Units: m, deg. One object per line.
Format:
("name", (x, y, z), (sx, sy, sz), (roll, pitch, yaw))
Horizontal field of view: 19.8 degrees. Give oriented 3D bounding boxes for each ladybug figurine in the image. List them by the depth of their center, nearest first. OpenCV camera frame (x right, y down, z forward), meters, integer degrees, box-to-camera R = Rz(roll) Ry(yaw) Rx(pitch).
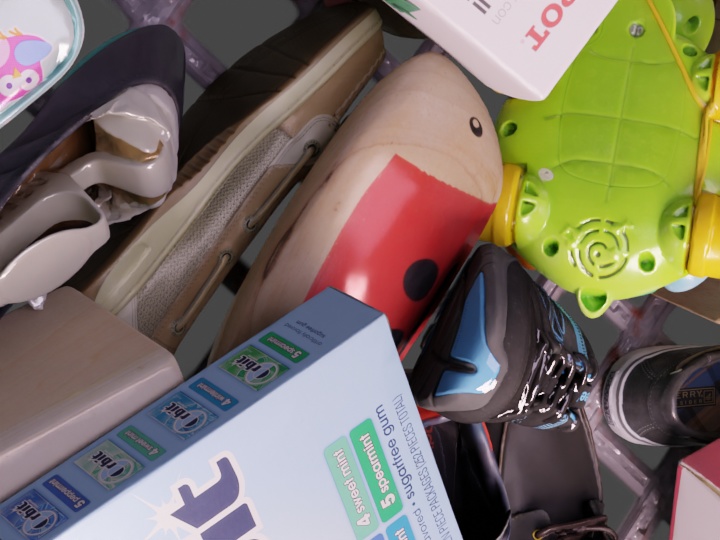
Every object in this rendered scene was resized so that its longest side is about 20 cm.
("ladybug figurine", (0.000, 0.000, 0.921), (0.072, 0.136, 0.201), (33, 101, 8))

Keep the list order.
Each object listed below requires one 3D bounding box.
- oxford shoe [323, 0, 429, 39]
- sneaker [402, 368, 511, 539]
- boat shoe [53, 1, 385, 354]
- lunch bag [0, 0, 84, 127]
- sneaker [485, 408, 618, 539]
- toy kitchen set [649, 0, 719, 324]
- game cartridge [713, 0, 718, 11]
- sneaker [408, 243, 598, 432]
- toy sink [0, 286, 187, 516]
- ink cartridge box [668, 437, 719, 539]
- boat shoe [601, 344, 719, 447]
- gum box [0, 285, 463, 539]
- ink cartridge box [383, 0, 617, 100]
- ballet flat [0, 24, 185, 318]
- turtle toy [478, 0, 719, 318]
("oxford shoe", (0.035, -0.203, 0.939), (0.070, 0.074, 0.201), (-31, 134, -51))
("sneaker", (0.039, 0.149, 0.983), (0.074, 0.084, 0.202), (-13, 98, -28))
("boat shoe", (-0.055, -0.038, 0.933), (0.201, 0.073, 0.063), (-49, 116, -15))
("lunch bag", (-0.212, -0.127, 0.827), (0.160, 0.077, 0.201), (-40, 111, -11))
("sneaker", (0.110, 0.141, 1.009), (0.074, 0.106, 0.202), (-8, 96, -28))
("toy kitchen set", (0.274, -0.055, 1.033), (0.162, 0.180, 0.202), (10, 99, -27))
("game cartridge", (0.195, -0.243, 1.089), (0.176, 0.032, 0.201), (38, 77, -24))
("sneaker", (0.072, 0.035, 0.919), (0.082, 0.200, 0.074), (30, 98, 2))
("toy sink", (-0.130, 0.131, 0.863), (0.130, 0.112, 0.201), (-28, 120, -24))
("ink cartridge box", (0.257, 0.130, 1.072), (0.199, 0.083, 0.147), (-25, 134, -26))
("boat shoe", (0.223, 0.063, 1.097), (0.199, 0.056, 0.069), (-8, 95, -28))
("gum box", (-0.053, 0.131, 0.817), (0.199, 0.044, 0.171), (-34, 123, -23))
("ink cartridge box", (0.037, -0.188, 0.863), (0.200, 0.084, 0.146), (37, 91, -16))
("ballet flat", (-0.122, -0.034, 0.874), (0.200, 0.073, 0.073), (-44, 112, -36))
("turtle toy", (0.130, -0.070, 1.009), (0.145, 0.101, 0.202), (10, 73, 11))
